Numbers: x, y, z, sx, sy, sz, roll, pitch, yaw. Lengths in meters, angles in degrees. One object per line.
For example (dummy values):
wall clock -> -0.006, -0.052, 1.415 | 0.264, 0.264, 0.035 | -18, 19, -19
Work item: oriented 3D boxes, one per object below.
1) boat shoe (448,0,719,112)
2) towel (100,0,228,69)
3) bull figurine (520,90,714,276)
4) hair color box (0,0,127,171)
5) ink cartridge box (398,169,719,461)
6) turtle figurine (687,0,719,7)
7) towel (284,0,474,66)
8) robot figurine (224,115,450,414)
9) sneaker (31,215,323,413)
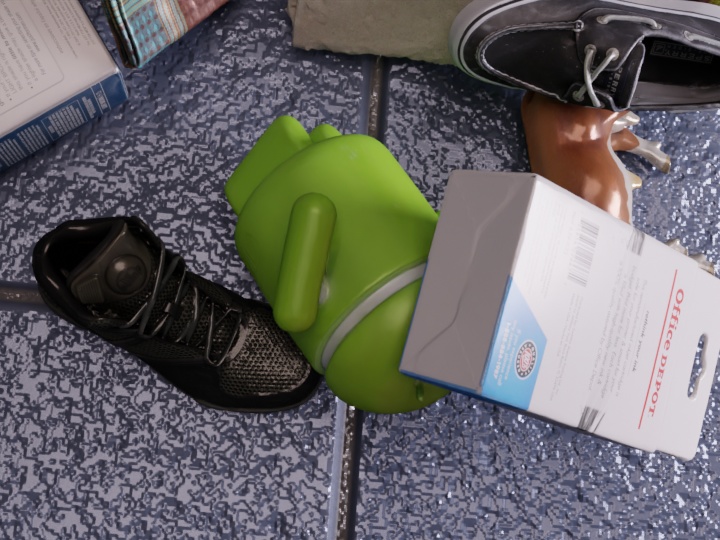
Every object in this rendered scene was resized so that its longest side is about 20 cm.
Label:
boat shoe -> 0.155, -0.132, 0.724 | 0.197, 0.072, 0.068 | 4, 39, -9
towel -> -0.128, -0.245, 0.702 | 0.021, 0.202, 0.147 | 7, 38, 32
bull figurine -> 0.160, -0.032, 0.763 | 0.119, 0.065, 0.203 | -4, 81, -8
hair color box -> -0.260, -0.110, 0.732 | 0.198, 0.061, 0.101 | -31, 84, -10
ink cartridge box -> 0.123, 0.031, 0.657 | 0.199, 0.066, 0.118 | 22, 80, -40
turtle figurine -> 0.163, -0.201, 0.794 | 0.161, 0.064, 0.201 | 40, 99, 3
towel -> 0.048, -0.197, 0.748 | 0.197, 0.134, 0.035 | 8, 40, 3
robot figurine -> 0.000, 0.000, 0.703 | 0.116, 0.175, 0.201 | -45, 65, 23
sneaker -> -0.113, 0.029, 0.703 | 0.198, 0.114, 0.077 | 29, 80, -2
